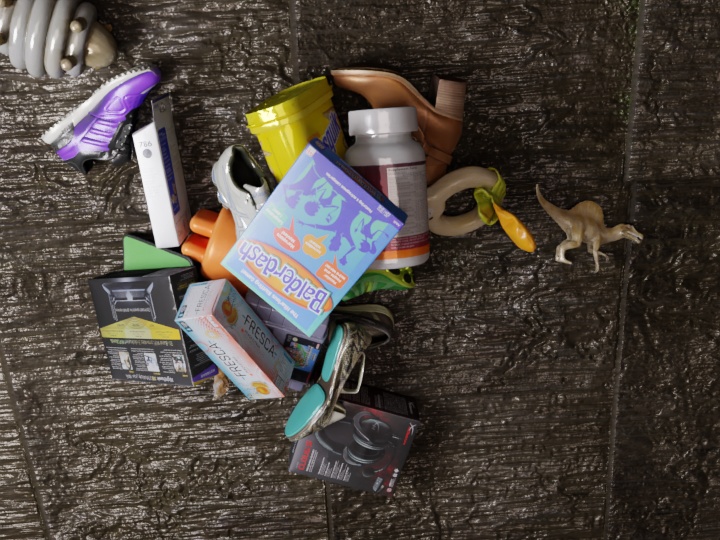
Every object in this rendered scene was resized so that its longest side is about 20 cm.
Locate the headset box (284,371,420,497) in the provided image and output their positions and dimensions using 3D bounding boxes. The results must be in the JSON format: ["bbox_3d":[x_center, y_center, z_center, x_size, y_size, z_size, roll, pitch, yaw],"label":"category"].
[{"bbox_3d":[-0.021,0.262,1.195,0.197,0.077,0.151,17,107,-9],"label":"headset box"}]

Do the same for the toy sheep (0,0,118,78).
[{"bbox_3d":[-0.414,-0.315,0.959,0.197,0.138,0.139,19,108,-17],"label":"toy sheep"}]

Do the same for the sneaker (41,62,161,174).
[{"bbox_3d":[-0.340,-0.205,1.035,0.198,0.070,0.100,-30,108,17],"label":"sneaker"}]

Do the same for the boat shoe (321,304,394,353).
[{"bbox_3d":[-0.045,0.092,1.142,0.197,0.065,0.074,-8,111,2],"label":"boat shoe"}]

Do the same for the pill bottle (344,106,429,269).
[{"bbox_3d":[0.034,-0.110,0.978,0.108,0.110,0.204,-4,101,0],"label":"pill bottle"}]

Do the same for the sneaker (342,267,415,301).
[{"bbox_3d":[0.000,0.000,1.086,0.198,0.075,0.083,6,150,-41],"label":"sneaker"}]

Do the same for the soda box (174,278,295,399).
[{"bbox_3d":[-0.170,0.101,1.034,0.067,0.064,0.201,-8,136,25],"label":"soda box"}]

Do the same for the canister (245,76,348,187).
[{"bbox_3d":[-0.066,-0.146,1.019,0.085,0.149,0.202,-10,113,27],"label":"canister"}]

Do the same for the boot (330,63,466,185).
[{"bbox_3d":[0.046,-0.205,1.048,0.197,0.077,0.158,6,113,-11],"label":"boot"}]

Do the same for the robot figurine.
[{"bbox_3d":[-0.154,-0.024,1.073,0.197,0.117,0.146,22,68,-8],"label":"robot figurine"}]

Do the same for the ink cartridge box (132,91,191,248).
[{"bbox_3d":[-0.278,-0.142,1.039,0.039,0.100,0.203,-5,108,2],"label":"ink cartridge box"}]

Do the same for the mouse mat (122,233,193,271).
[{"bbox_3d":[-0.303,0.057,1.105,0.159,0.007,0.203,18,115,33],"label":"mouse mat"}]

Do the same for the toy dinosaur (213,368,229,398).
[{"bbox_3d":[-0.245,0.097,1.155,0.104,0.060,0.204,-7,101,-11],"label":"toy dinosaur"}]

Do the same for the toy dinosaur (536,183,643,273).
[{"bbox_3d":[0.325,-0.059,1.116,0.197,0.058,0.103,18,93,-16],"label":"toy dinosaur"}]

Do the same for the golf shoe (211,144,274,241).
[{"bbox_3d":[-0.135,-0.074,0.982,0.078,0.097,0.202,-30,84,-21],"label":"golf shoe"}]

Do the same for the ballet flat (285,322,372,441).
[{"bbox_3d":[-0.038,0.175,1.100,0.075,0.068,0.202,23,99,-25],"label":"ballet flat"}]

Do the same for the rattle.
[{"bbox_3d":[0.124,-0.056,1.046,0.197,0.130,0.145,-12,71,-13],"label":"rattle"}]

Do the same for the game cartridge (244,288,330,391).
[{"bbox_3d":[-0.124,0.111,1.109,0.128,0.039,0.201,20,141,-2],"label":"game cartridge"}]

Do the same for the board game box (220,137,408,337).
[{"bbox_3d":[-0.060,-0.038,0.929,0.151,0.045,0.201,38,112,-4],"label":"board game box"}]

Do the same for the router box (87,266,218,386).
[{"bbox_3d":[-0.303,0.080,1.073,0.198,0.052,0.160,-2,103,38],"label":"router box"}]
